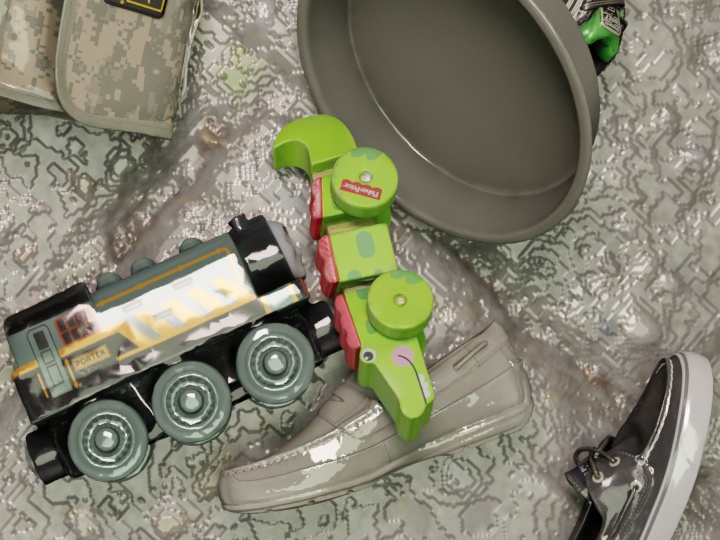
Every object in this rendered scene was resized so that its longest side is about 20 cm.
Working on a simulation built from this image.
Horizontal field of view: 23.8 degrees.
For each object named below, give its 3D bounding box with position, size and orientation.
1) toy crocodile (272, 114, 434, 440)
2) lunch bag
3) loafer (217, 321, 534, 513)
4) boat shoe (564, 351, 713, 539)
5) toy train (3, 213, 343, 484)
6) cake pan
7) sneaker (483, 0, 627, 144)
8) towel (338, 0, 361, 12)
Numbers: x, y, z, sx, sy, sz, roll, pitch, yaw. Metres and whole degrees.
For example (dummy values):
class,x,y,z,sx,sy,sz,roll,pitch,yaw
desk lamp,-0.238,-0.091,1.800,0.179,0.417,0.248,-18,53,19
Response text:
class,x,y,z,sx,sy,sz,roll,pitch,yaw
toy crocodile,0.000,0.000,0.977,0.061,0.068,0.202,-13,70,-9
lunch bag,-0.181,-0.168,0.955,0.198,0.118,0.166,9,91,-13
loafer,0.005,0.089,1.014,0.198,0.070,0.071,-20,90,-13
boat shoe,0.152,0.139,1.035,0.066,0.070,0.202,19,98,-9
toy train,-0.111,0.047,0.991,0.198,0.085,0.115,-24,86,-5
cake pan,0.052,-0.108,0.957,0.201,0.200,0.037,52,54,-6
sneaker,0.131,-0.164,0.998,0.078,0.085,0.202,16,95,-40
towel,0.027,-0.277,1.008,0.199,0.048,0.172,-32,95,-4
